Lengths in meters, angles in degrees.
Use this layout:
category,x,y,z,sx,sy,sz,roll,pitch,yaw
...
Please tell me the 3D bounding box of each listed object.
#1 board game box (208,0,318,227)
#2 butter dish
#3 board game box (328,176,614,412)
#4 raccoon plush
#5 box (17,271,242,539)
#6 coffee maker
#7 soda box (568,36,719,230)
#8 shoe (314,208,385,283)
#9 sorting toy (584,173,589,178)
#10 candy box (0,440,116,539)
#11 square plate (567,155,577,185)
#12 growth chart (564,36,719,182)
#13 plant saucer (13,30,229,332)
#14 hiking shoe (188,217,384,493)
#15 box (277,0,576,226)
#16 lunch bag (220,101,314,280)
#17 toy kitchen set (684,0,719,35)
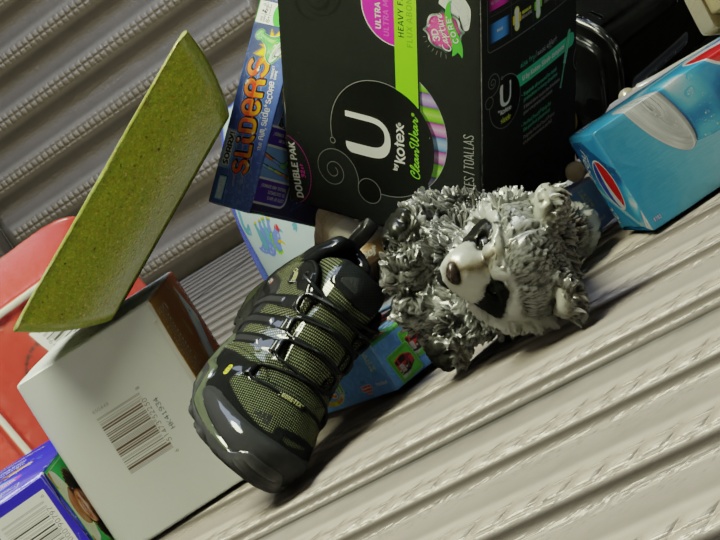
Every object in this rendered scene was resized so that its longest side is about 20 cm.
category,x,y,z,sx,sy,sz,roll,pitch,yaw
board game box,-0.017,-0.094,1.321,0.034,0.136,0.200,16,2,29
butter dish,-0.231,0.100,1.498,0.199,0.200,0.148,-39,-11,-26
board game box,0.048,0.021,1.250,0.200,0.037,0.151,-35,5,-31
raccoon plush,0.101,-0.023,1.077,0.134,0.097,0.200,-16,16,46
box,-0.136,0.085,1.281,0.097,0.125,0.200,-32,6,1
coffee maker,0.214,-0.218,1.607,0.200,0.193,0.134,-38,24,-33
soda box,0.224,-0.104,1.155,0.199,0.068,0.064,-34,5,-6
shoe,0.000,0.000,1.344,0.070,0.053,0.200,-42,-14,-9
sorting toy,0.239,-0.109,1.292,0.184,0.037,0.200,-34,5,-4
candy box,-0.234,0.182,1.249,0.169,0.077,0.200,-34,6,2
square plate,0.091,-0.123,1.472,0.028,0.202,0.198,-14,-4,-28
growth chart,0.211,-0.121,1.287,0.144,0.018,0.200,-27,10,24
plant saucer,-0.136,-0.047,1.234,0.201,0.048,0.200,-60,5,2
hiking shoe,-0.035,0.039,1.115,0.101,0.075,0.200,-49,16,28
box,0.043,-0.139,1.217,0.148,0.201,0.124,15,34,30
lunch bag,-0.021,-0.062,1.524,0.127,0.201,0.170,-36,5,-29
toy kitchen set,0.214,-0.254,1.413,0.163,0.201,0.180,-29,-5,24
